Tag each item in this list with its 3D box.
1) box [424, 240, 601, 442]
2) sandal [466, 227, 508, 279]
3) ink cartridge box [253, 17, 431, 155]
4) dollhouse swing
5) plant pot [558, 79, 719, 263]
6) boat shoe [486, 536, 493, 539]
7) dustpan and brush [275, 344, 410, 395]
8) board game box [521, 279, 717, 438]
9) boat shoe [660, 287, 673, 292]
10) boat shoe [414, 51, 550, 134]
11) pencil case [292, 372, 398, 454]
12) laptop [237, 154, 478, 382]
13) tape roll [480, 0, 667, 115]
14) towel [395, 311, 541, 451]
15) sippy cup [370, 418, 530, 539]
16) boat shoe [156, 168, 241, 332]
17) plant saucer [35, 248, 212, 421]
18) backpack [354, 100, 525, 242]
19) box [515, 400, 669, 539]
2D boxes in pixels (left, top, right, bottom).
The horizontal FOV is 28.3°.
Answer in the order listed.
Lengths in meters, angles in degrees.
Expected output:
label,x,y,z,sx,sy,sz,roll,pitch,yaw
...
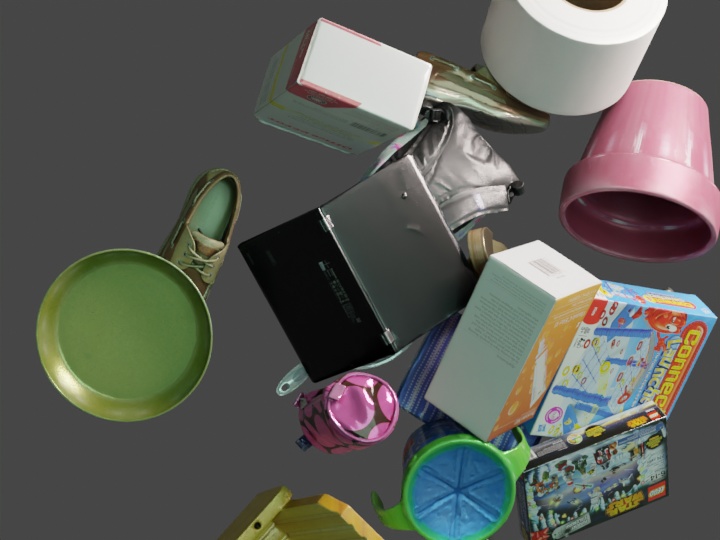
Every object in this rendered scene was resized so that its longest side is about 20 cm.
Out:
label,x,y,z,sx,sy,sz,roll,pitch,yaw
box,0.177,0.081,1.665,0.124,0.097,0.201,-16,135,-55
sandal,0.142,0.002,1.740,0.069,0.212,0.078,-11,69,15
ink cartridge box,-0.026,-0.208,1.653,0.145,0.200,0.084,20,79,-17
dollhouse swing,-0.057,0.368,1.639,0.200,0.176,0.182,46,75,-13
plant pot,0.361,-0.131,1.796,0.199,0.200,0.180,22,67,-17
boat shoe,0.117,0.414,1.752,0.072,0.066,0.201,33,79,-14
dustpan and brush,-0.031,0.082,1.715,0.200,0.057,0.140,-40,101,-15
board game box,0.314,0.116,1.772,0.195,0.056,0.201,8,115,-27
boat shoe,0.319,0.064,1.830,0.201,0.072,0.061,-8,78,-17
boat shoe,0.150,-0.222,1.779,0.199,0.076,0.072,16,81,-19
pencil case,-0.020,0.164,1.643,0.094,0.200,0.091,41,72,-3
laptop,0.000,0.000,1.650,0.188,0.200,0.116,62,34,-8
tape roll,0.257,-0.310,1.740,0.202,0.139,0.203,4,58,-7
towel,0.153,0.153,1.795,0.200,0.024,0.145,32,78,-15
sippy cup,0.107,0.243,1.711,0.177,0.130,0.140,9,103,-9
boat shoe,-0.190,-0.028,1.657,0.075,0.074,0.201,19,82,-17
plant saucer,-0.267,0.072,1.625,0.199,0.031,0.201,0,100,-2
backpack,0.074,-0.084,1.720,0.200,0.127,0.167,-42,85,-17
box,0.290,0.257,1.787,0.199,0.040,0.137,-19,126,-12
